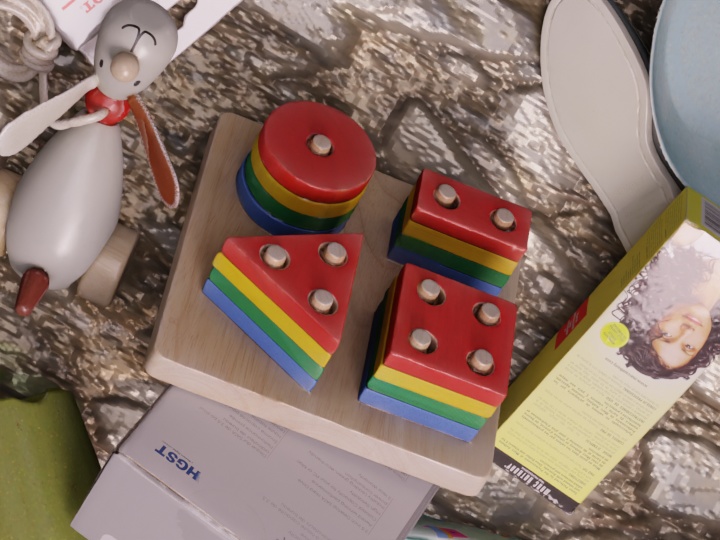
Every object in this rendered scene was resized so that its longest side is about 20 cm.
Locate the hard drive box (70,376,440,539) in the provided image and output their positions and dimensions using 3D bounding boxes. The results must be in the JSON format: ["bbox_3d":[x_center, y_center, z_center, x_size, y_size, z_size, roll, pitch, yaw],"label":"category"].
[{"bbox_3d":[-0.040,0.107,1.352,0.156,0.200,0.077,37,133,2],"label":"hard drive box"}]

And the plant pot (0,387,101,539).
[{"bbox_3d":[-0.204,0.170,1.367,0.200,0.200,0.190,-12,84,-7],"label":"plant pot"}]

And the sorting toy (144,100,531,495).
[{"bbox_3d":[0.000,0.000,1.360,0.198,0.200,0.070,21,135,-10],"label":"sorting toy"}]

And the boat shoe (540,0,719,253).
[{"bbox_3d":[0.170,-0.080,1.455,0.062,0.073,0.200,-26,93,-48],"label":"boat shoe"}]

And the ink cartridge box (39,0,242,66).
[{"bbox_3d":[-0.157,-0.207,1.380,0.116,0.067,0.200,-40,100,-2],"label":"ink cartridge box"}]

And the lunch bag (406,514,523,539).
[{"bbox_3d":[0.026,0.228,1.445,0.200,0.077,0.161,13,94,-9],"label":"lunch bag"}]

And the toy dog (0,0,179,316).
[{"bbox_3d":[-0.162,-0.051,1.349,0.132,0.096,0.200,5,127,5],"label":"toy dog"}]

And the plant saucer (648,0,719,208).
[{"bbox_3d":[0.234,-0.133,1.422,0.201,0.039,0.201,-12,112,-33],"label":"plant saucer"}]

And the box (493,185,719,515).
[{"bbox_3d":[0.156,0.049,1.419,0.075,0.050,0.200,33,117,-10],"label":"box"}]
